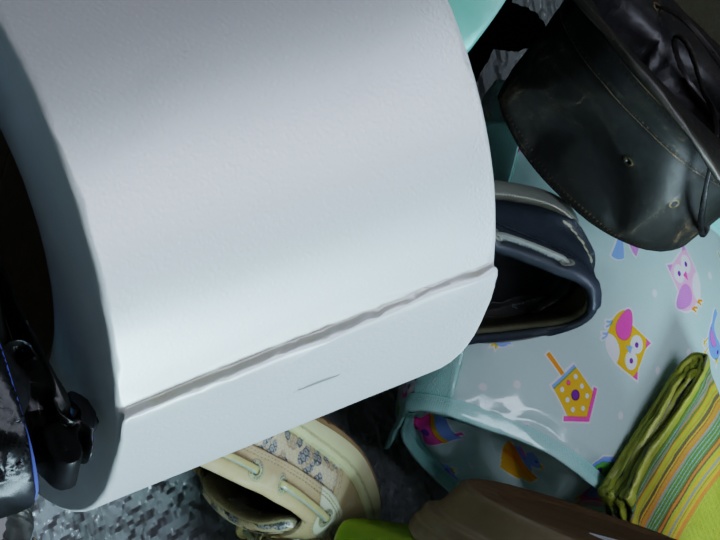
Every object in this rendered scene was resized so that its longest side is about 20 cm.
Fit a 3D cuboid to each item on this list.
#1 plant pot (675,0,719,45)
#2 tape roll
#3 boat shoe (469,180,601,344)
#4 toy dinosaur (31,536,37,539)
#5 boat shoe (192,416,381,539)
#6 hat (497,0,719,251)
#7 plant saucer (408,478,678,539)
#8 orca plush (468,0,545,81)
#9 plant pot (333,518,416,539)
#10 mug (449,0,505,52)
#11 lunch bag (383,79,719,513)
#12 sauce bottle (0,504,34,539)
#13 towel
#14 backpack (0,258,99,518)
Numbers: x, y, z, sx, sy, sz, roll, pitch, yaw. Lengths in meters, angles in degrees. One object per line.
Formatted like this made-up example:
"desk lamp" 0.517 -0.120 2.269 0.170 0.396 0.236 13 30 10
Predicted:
"plant pot" 0.230 -0.149 1.198 0.200 0.199 0.178 32 77 -44
"tape roll" -0.066 -0.038 0.763 0.139 0.202 0.204 -21 107 -26
"boat shoe" 0.000 0.000 0.944 0.199 0.062 0.075 6 117 -12
"toy dinosaur" -0.153 0.147 0.843 0.200 0.106 0.061 45 29 -35
"boat shoe" -0.052 0.076 0.938 0.063 0.073 0.200 -63 145 -20
"hat" 0.113 -0.066 0.980 0.201 0.081 0.201 42 24 -24
"plant saucer" 0.117 0.126 0.932 0.200 0.200 0.030 18 93 -47
"orca plush" 0.047 -0.122 1.040 0.071 0.105 0.200 34 35 -20
"plant pot" 0.083 0.228 0.979 0.199 0.181 0.201 22 81 -59
"mug" -0.003 -0.157 0.933 0.114 0.152 0.185 34 91 -20
"lunch bag" 0.090 0.027 1.078 0.200 0.122 0.171 39 62 -48
"sauce bottle" -0.122 0.007 0.877 0.065 0.065 0.201 27 71 -45
"towel" 0.166 0.129 1.092 0.086 0.018 0.200 -53 139 -22
"backpack" -0.188 -0.001 0.720 0.134 0.182 0.201 -17 86 -26
